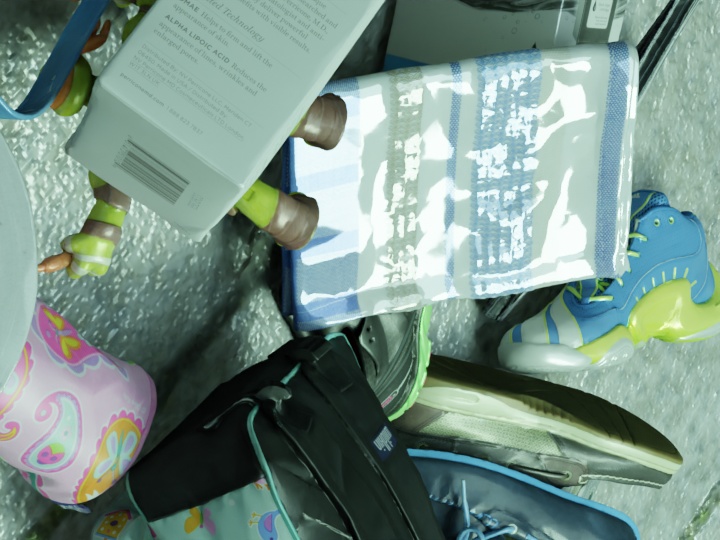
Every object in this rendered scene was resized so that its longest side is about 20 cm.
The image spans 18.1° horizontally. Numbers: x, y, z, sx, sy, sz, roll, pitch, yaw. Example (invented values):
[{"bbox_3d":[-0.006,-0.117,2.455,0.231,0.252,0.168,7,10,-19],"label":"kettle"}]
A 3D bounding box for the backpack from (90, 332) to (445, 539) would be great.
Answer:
[{"bbox_3d":[-0.033,0.158,1.173,0.200,0.153,0.176,56,20,-5],"label":"backpack"}]

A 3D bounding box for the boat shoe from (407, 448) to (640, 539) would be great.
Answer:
[{"bbox_3d":[0.079,0.158,1.344,0.199,0.084,0.069,15,62,-13],"label":"boat shoe"}]

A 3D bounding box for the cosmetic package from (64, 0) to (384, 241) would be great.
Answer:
[{"bbox_3d":[-0.038,-0.121,1.013,0.081,0.113,0.200,35,71,-5],"label":"cosmetic package"}]

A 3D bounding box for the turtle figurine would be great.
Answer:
[{"bbox_3d":[-0.088,-0.081,1.084,0.161,0.064,0.201,18,71,-23],"label":"turtle figurine"}]

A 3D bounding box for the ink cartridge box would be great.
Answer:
[{"bbox_3d":[0.087,-0.167,1.261,0.067,0.116,0.201,1,103,-51],"label":"ink cartridge box"}]

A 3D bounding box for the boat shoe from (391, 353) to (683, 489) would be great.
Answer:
[{"bbox_3d":[0.102,0.104,1.388,0.200,0.072,0.066,18,106,-23],"label":"boat shoe"}]

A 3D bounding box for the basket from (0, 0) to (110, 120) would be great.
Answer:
[{"bbox_3d":[-0.146,-0.191,0.981,0.200,0.139,0.176,-58,138,-27],"label":"basket"}]

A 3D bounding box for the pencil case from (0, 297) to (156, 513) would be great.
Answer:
[{"bbox_3d":[-0.182,0.039,1.073,0.088,0.087,0.200,-60,139,-13],"label":"pencil case"}]

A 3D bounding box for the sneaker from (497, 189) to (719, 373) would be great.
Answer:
[{"bbox_3d":[0.156,0.005,1.453,0.200,0.076,0.105,-12,95,-45],"label":"sneaker"}]

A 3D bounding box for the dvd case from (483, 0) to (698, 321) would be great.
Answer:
[{"bbox_3d":[0.139,-0.069,1.356,0.200,0.016,0.149,-59,179,-14],"label":"dvd case"}]

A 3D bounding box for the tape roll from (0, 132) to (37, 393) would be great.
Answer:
[{"bbox_3d":[-0.236,-0.005,0.935,0.200,0.066,0.201,-2,96,-16],"label":"tape roll"}]

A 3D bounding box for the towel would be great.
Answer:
[{"bbox_3d":[0.054,-0.044,1.197,0.199,0.024,0.147,-9,122,-16],"label":"towel"}]

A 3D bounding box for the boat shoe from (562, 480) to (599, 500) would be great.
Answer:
[{"bbox_3d":[0.095,0.186,1.440,0.065,0.074,0.202,47,62,-41],"label":"boat shoe"}]

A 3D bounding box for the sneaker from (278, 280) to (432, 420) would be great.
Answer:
[{"bbox_3d":[0.000,0.000,1.261,0.084,0.077,0.201,-20,118,-46],"label":"sneaker"}]
